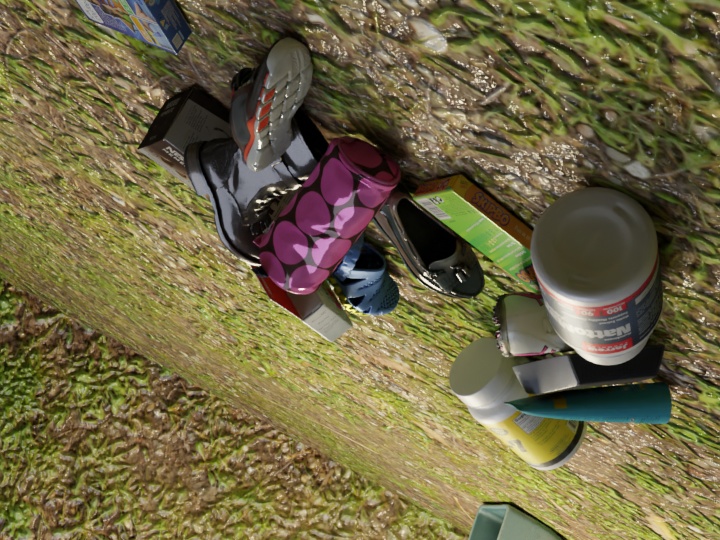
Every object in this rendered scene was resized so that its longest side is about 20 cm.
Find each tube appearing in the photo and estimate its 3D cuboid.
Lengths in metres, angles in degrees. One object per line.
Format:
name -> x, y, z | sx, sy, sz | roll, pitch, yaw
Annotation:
tube -> 0.281, 0.166, 1.614 | 0.197, 0.051, 0.077 | -1, 175, -5

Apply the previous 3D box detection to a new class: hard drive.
hard drive -> 0.269, 0.118, 1.558 | 0.133, 0.043, 0.200 | -5, 173, -12

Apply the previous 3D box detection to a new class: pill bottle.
pill bottle -> 0.221, 0.186, 1.845 | 0.200, 0.115, 0.114 | 41, 161, -31
pill bottle -> 0.238, 0.016, 1.292 | 0.118, 0.121, 0.200 | 23, 163, 25

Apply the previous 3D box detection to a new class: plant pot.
plant pot -> 0.348, 0.644, 2.872 | 0.198, 0.198, 0.196 | 24, 165, -9

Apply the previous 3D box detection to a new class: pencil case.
pencil case -> -0.040, -0.064, 1.465 | 0.094, 0.200, 0.090 | 49, -147, 14

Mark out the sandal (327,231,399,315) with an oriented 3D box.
sandal -> 0.000, 0.000, 1.761 | 0.086, 0.081, 0.200 | -7, 150, 34

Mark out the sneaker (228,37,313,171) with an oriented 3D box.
sneaker -> -0.110, -0.184, 1.376 | 0.082, 0.077, 0.201 | 46, 149, 14

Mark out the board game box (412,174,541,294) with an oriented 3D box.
board game box -> 0.157, -0.036, 1.451 | 0.199, 0.030, 0.095 | 39, 163, -19

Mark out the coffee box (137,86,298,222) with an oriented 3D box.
coffee box -> -0.167, -0.133, 1.644 | 0.199, 0.080, 0.113 | 37, 164, -22

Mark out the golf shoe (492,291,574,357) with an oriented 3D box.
golf shoe -> 0.213, 0.058, 1.489 | 0.091, 0.074, 0.199 | -10, 173, 27

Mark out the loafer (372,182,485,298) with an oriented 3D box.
loafer -> 0.082, -0.027, 1.516 | 0.200, 0.072, 0.063 | 43, 172, -29

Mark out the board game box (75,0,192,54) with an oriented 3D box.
board game box -> -0.269, -0.314, 1.363 | 0.134, 0.035, 0.200 | 24, 163, 24

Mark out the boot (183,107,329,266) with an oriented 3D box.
boot -> -0.097, -0.096, 1.524 | 0.172, 0.070, 0.201 | -13, 128, 27

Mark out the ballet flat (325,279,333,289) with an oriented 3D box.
ballet flat -> -0.083, -0.012, 1.884 | 0.198, 0.077, 0.064 | 24, -178, 35

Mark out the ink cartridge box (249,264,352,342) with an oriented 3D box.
ink cartridge box -> -0.105, -0.015, 1.750 | 0.201, 0.043, 0.173 | 58, -171, 32
